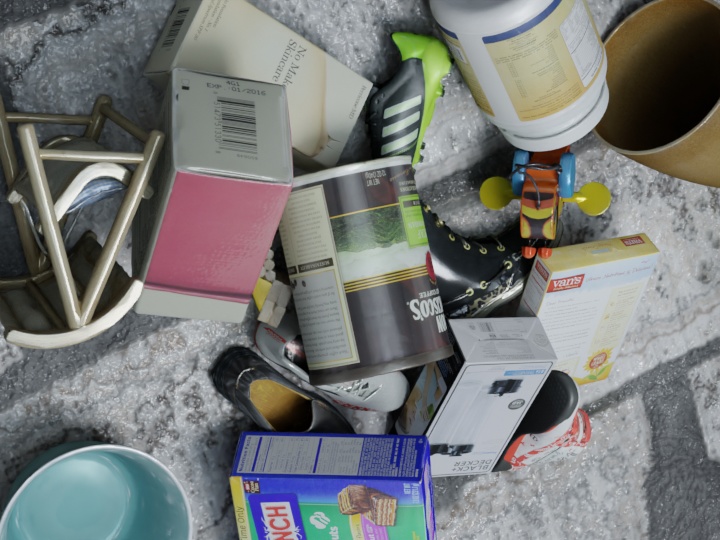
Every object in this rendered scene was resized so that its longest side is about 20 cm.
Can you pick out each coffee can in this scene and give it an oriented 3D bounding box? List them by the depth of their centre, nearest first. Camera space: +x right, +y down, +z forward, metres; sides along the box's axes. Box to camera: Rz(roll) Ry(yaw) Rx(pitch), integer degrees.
[{"bbox_3d":[0.000,0.000,1.579,0.145,0.146,0.202,-13,90,-20],"label":"coffee can"}]

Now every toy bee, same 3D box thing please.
[{"bbox_3d":[0.182,-0.071,1.679,0.200,0.130,0.110,-16,111,-54],"label":"toy bee"}]

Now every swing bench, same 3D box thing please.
[{"bbox_3d":[-0.272,-0.049,1.466,0.129,0.199,0.202,1,105,-23],"label":"swing bench"}]

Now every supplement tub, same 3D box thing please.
[{"bbox_3d":[0.166,-0.231,1.624,0.144,0.144,0.200,-40,135,-8],"label":"supplement tub"}]

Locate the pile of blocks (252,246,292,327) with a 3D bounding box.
[{"bbox_3d":[-0.123,-0.040,1.620,0.082,0.062,0.201,-15,106,-2],"label":"pile of blocks"}]

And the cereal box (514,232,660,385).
[{"bbox_3d":[0.234,0.052,1.764,0.143,0.040,0.201,-10,135,-27],"label":"cereal box"}]

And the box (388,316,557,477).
[{"bbox_3d":[0.117,0.138,1.723,0.116,0.060,0.201,0,137,-26],"label":"box"}]

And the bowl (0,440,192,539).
[{"bbox_3d":[-0.277,0.250,1.608,0.199,0.105,0.202,-7,109,-22],"label":"bowl"}]

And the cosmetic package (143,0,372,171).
[{"bbox_3d":[-0.099,-0.187,1.566,0.199,0.073,0.104,28,80,-28],"label":"cosmetic package"}]

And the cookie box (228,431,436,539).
[{"bbox_3d":[-0.025,0.256,1.671,0.198,0.075,0.172,0,124,9],"label":"cookie box"}]

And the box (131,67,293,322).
[{"bbox_3d":[-0.138,-0.065,1.464,0.108,0.129,0.201,7,139,-16],"label":"box"}]

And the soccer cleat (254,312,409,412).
[{"bbox_3d":[-0.023,0.104,1.689,0.199,0.085,0.069,31,92,-28],"label":"soccer cleat"}]

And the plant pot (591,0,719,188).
[{"bbox_3d":[0.373,-0.171,1.750,0.200,0.186,0.187,29,92,-43],"label":"plant pot"}]

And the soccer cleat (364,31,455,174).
[{"bbox_3d":[0.033,-0.148,1.658,0.081,0.068,0.201,18,103,-3],"label":"soccer cleat"}]

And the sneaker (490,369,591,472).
[{"bbox_3d":[0.217,0.160,1.776,0.107,0.068,0.202,-6,153,-28],"label":"sneaker"}]

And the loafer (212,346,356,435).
[{"bbox_3d":[-0.069,0.158,1.692,0.200,0.072,0.073,35,88,-29],"label":"loafer"}]

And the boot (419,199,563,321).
[{"bbox_3d":[0.110,-0.030,1.718,0.203,0.073,0.154,-43,115,-9],"label":"boot"}]
